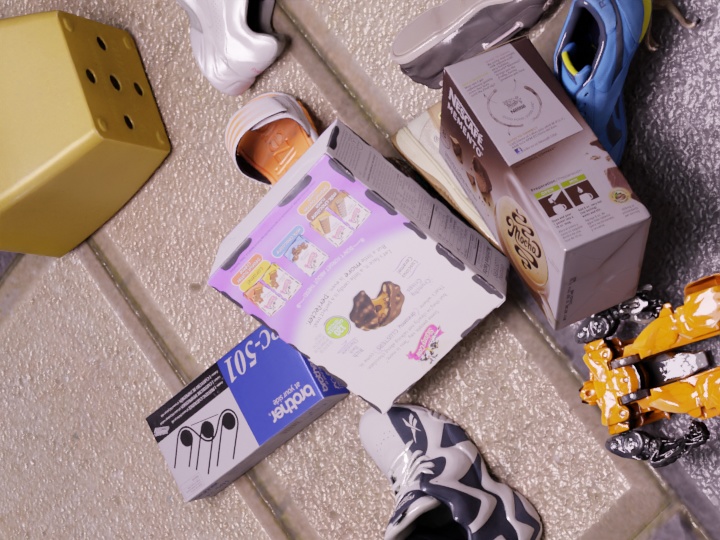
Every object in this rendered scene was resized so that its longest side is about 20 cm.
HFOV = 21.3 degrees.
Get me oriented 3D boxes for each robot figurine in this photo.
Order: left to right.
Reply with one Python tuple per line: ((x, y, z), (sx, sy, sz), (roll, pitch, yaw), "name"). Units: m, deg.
((0.263, 0.073, 1.518), (0.200, 0.058, 0.146), (-21, 79, 34), "robot figurine")

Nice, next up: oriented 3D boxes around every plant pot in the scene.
((-0.305, -0.144, 1.854), (0.176, 0.200, 0.201), (-26, 76, 23), "plant pot")

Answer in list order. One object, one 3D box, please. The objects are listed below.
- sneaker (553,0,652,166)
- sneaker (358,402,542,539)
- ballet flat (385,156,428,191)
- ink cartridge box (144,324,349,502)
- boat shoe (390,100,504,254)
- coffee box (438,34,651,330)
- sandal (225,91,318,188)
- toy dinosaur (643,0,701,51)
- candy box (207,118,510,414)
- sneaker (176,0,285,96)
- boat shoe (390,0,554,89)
((0.177, -0.142, 1.538), (0.066, 0.078, 0.201), (31, 129, 30), "sneaker")
((0.048, 0.185, 1.634), (0.199, 0.129, 0.080), (46, 115, 26), "sneaker")
((-0.017, -0.036, 1.714), (0.200, 0.065, 0.071), (-27, 62, 36), "ballet flat")
((-0.109, 0.127, 1.799), (0.200, 0.044, 0.094), (-39, 71, 30), "ink cartridge box")
((0.111, -0.068, 1.617), (0.066, 0.074, 0.200), (-46, 70, 4), "boat shoe")
((0.142, -0.071, 1.514), (0.200, 0.080, 0.113), (60, 164, 30), "coffee box")
((-0.076, -0.111, 1.722), (0.079, 0.059, 0.207), (-54, 38, 10), "sandal")
((0.226, -0.250, 1.536), (0.101, 0.058, 0.201), (12, 99, 36), "toy dinosaur")
((0.000, 0.000, 1.636), (0.200, 0.072, 0.168), (38, 118, -14), "candy box")
((-0.126, -0.270, 1.792), (0.099, 0.078, 0.201), (-30, 83, 26), "sneaker")
((0.116, -0.219, 1.628), (0.200, 0.057, 0.067), (-29, 39, 29), "boat shoe")
